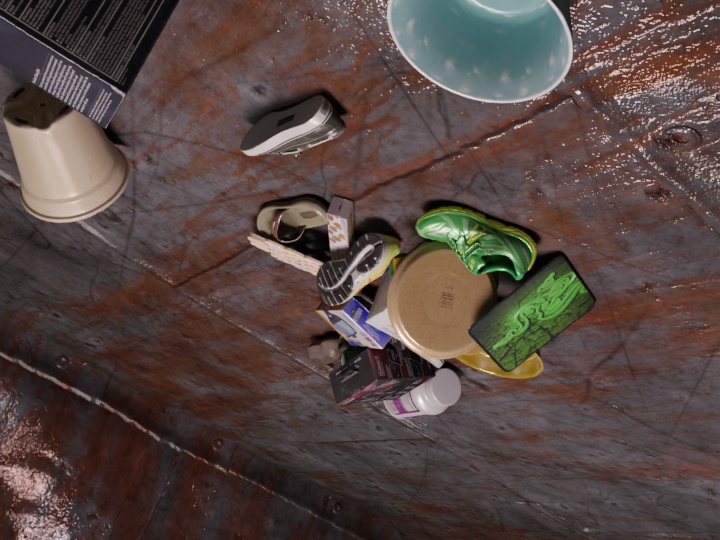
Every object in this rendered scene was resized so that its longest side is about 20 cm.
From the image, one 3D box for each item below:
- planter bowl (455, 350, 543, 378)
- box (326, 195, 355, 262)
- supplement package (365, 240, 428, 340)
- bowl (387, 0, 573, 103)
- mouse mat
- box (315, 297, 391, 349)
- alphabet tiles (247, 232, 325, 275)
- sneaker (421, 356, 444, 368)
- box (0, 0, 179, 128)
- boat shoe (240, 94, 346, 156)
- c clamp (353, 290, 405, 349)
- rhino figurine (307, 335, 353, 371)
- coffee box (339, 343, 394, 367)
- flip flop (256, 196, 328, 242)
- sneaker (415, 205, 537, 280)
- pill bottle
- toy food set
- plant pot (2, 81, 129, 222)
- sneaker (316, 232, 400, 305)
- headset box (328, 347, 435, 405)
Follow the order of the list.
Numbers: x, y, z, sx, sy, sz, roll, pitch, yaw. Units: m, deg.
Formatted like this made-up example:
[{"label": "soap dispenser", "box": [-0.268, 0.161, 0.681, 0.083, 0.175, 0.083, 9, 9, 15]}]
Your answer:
[{"label": "planter bowl", "box": [0.255, 0.119, 1.663, 0.197, 0.084, 0.201, 19, 156, 9]}, {"label": "box", "box": [-0.032, -0.062, 1.589, 0.038, 0.042, 0.201, 17, 154, 10]}, {"label": "supplement package", "box": [0.106, 0.047, 1.605, 0.108, 0.115, 0.200, 27, 157, -11]}, {"label": "bowl", "box": [0.136, -0.281, 0.930, 0.198, 0.106, 0.202, 18, 154, 9]}, {"label": "mouse mat", "box": [0.286, 0.076, 1.473, 0.161, 0.199, 0.008, 43, -170, -41]}, {"label": "box", "box": [-0.013, 0.108, 1.837, 0.119, 0.042, 0.200, 44, 166, -13]}, {"label": "alphabet tiles", "box": [-0.120, -0.024, 1.701, 0.197, 0.015, 0.196, 23, 172, 3]}, {"label": "sneaker", "box": [0.135, 0.133, 1.812, 0.078, 0.080, 0.200, 43, 174, -25]}, {"label": "box", "box": [-0.353, -0.329, 1.124, 0.197, 0.202, 0.123, 32, 154, -19]}, {"label": "boat shoe", "box": [-0.104, -0.200, 1.333, 0.198, 0.072, 0.064, -9, 141, 46]}, {"label": "c clamp", "box": [0.023, 0.085, 1.818, 0.170, 0.027, 0.201, 31, 161, 32]}, {"label": "rhino figurine", "box": [-0.057, 0.186, 2.087, 0.087, 0.061, 0.199, 28, 153, -21]}, {"label": "coffee box", "box": [0.011, 0.220, 2.049, 0.121, 0.045, 0.201, -13, 157, -10]}, {"label": "flip flop", "box": [-0.127, -0.082, 1.603, 0.081, 0.058, 0.198, 38, 153, -31]}, {"label": "sneaker", "box": [0.178, -0.042, 1.402, 0.197, 0.085, 0.074, 18, 156, 11]}, {"label": "pill bottle", "box": [0.143, 0.278, 2.042, 0.111, 0.114, 0.199, 31, 154, -20]}, {"label": "toy food set", "box": [0.138, 0.045, 1.472, 0.196, 0.202, 0.049, -4, -175, -10]}, {"label": "plant pot", "box": [-0.515, -0.220, 1.522, 0.197, 0.202, 0.185, 14, 143, 15]}, {"label": "sneaker", "box": [0.000, 0.000, 1.589, 0.090, 0.079, 0.199, -12, 162, -48]}, {"label": "headset box", "box": [0.039, 0.226, 1.918, 0.198, 0.076, 0.148, 1, 153, -40]}]
